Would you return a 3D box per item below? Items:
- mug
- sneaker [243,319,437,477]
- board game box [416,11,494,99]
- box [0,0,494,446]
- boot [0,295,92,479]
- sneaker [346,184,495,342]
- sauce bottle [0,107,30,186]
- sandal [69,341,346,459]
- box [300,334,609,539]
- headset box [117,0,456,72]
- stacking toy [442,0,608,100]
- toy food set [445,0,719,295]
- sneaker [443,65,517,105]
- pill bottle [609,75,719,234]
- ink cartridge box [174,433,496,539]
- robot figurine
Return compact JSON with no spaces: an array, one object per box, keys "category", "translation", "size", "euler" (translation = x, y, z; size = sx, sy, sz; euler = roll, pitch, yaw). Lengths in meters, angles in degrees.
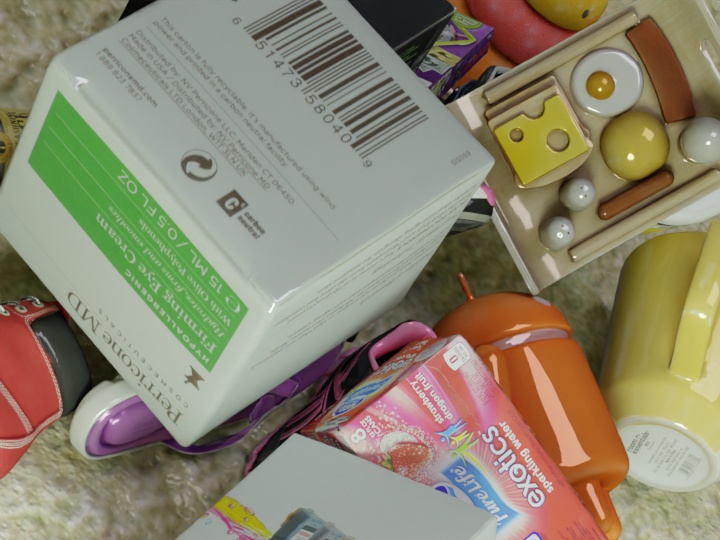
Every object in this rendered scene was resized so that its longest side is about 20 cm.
[{"category":"mug","translation":[0.231,0.064,1.587],"size":[0.187,0.149,0.153],"euler":[55,45,-33]},{"category":"sneaker","translation":[-0.005,0.102,1.410],"size":[0.079,0.095,0.200],"euler":[41,45,-10]},{"category":"board game box","translation":[-0.016,-0.184,1.594],"size":[0.200,0.032,0.120],"euler":[27,44,15]},{"category":"box","translation":[-0.074,-0.048,1.304],"size":[0.200,0.171,0.199],"euler":[-34,76,-36]},{"category":"boot","translation":[-0.250,0.023,1.291],"size":[0.200,0.072,0.144],"euler":[53,42,-7]},{"category":"sneaker","translation":[0.000,0.000,1.452],"size":[0.200,0.074,0.088],"euler":[-18,84,0]},{"category":"sauce bottle","translation":[-0.235,-0.070,1.372],"size":[0.200,0.066,0.066],"euler":[-1,61,-38]},{"category":"sandal","translation":[-0.087,0.085,1.366],"size":[0.203,0.083,0.050],"euler":[-19,54,-32]},{"category":"box","translation":[0.066,0.146,1.338],"size":[0.100,0.095,0.200],"euler":[-38,97,-17]},{"category":"headset box","translation":[-0.058,-0.157,1.458],"size":[0.174,0.200,0.093],"euler":[43,42,9]},{"category":"stacking toy","translation":[0.141,-0.213,1.674],"size":[0.146,0.200,0.146],"euler":[20,50,-26]},{"category":"toy food set","translation":[0.168,-0.093,1.486],"size":[0.200,0.060,0.144],"euler":[-29,91,-6]},{"category":"sneaker","translation":[0.053,-0.069,1.542],"size":[0.077,0.146,0.202],"euler":[51,44,0]},{"category":"pill bottle","translation":[0.206,-0.083,1.625],"size":[0.112,0.200,0.113],"euler":[1,87,-13]},{"category":"ink cartridge box","translation":[-0.034,0.216,1.229],"size":[0.145,0.145,0.200],"euler":[21,37,26]},{"category":"robot figurine","translation":[0.109,0.099,1.484],"size":[0.144,0.117,0.200],"euler":[-4,63,-40]}]
